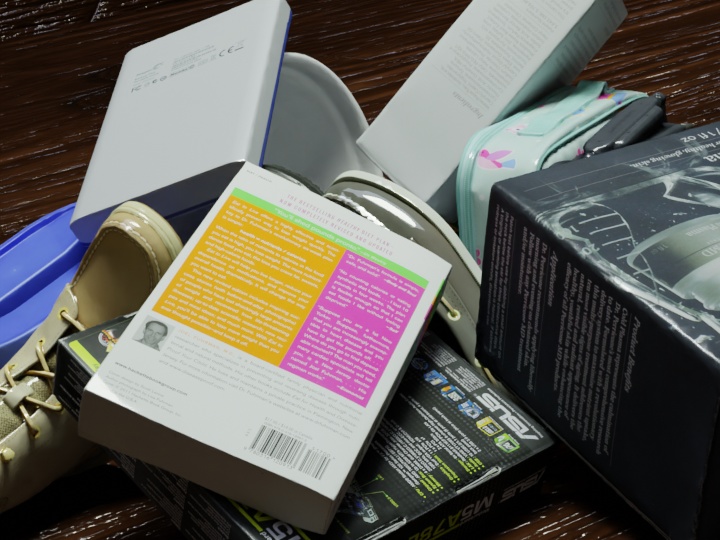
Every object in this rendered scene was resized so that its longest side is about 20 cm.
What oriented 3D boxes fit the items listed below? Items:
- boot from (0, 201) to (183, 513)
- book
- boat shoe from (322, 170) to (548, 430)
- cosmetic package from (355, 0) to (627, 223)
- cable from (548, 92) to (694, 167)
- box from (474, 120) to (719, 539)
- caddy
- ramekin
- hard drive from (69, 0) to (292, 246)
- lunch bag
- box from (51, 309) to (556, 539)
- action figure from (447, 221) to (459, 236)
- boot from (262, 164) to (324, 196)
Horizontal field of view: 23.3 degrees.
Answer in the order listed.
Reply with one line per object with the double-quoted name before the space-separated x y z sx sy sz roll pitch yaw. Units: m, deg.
"boot" -0.180 0.063 0.976 0.073 0.201 0.155 41 39 16
"book" -0.042 0.036 0.904 0.133 0.048 0.200 22 39 7
"boat shoe" 0.039 0.023 1.032 0.060 0.072 0.202 -32 72 -37
"cosmetic package" 0.093 -0.135 1.214 0.074 0.200 0.102 43 5 16
"cable" 0.181 -0.011 1.092 0.051 0.164 0.200 -22 15 48
"box" 0.197 0.025 0.918 0.199 0.125 0.197 -16 38 -26
"caddy" -0.195 0.042 1.161 0.200 0.105 0.141 -38 32 -26
"ramekin" -0.077 -0.053 1.287 0.105 0.201 0.200 -8 14 34
"hard drive" -0.117 -0.105 1.178 0.131 0.025 0.201 -18 36 20
"lunch bag" 0.138 -0.040 1.185 0.077 0.161 0.200 3 20 32
"box" -0.030 0.078 0.928 0.193 0.048 0.200 -24 51 -37
"action figure" 0.088 -0.048 1.377 0.200 0.118 0.055 -16 41 61
"boot" -0.051 0.019 1.058 0.130 0.068 0.200 -13 60 -48
